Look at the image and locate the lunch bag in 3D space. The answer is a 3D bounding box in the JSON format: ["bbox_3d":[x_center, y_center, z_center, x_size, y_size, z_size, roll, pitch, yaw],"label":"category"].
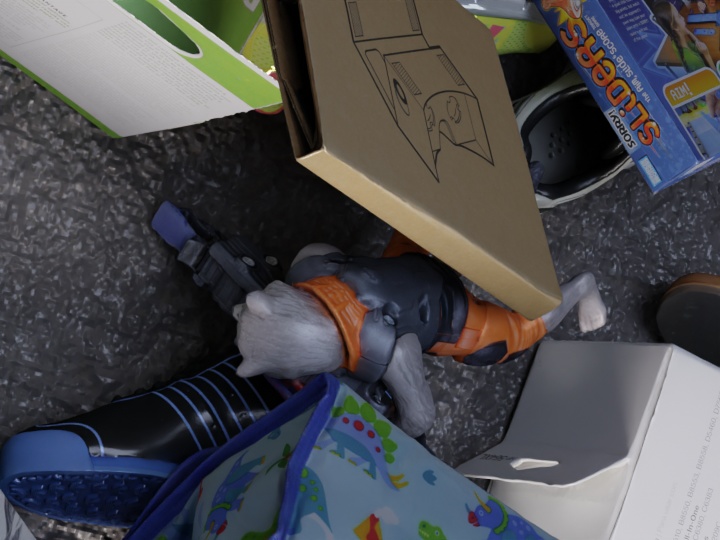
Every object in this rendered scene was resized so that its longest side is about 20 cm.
[{"bbox_3d":[-0.017,0.160,1.083,0.170,0.200,0.127,36,45,-16],"label":"lunch bag"}]

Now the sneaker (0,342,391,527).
[{"bbox_3d":[-0.077,0.076,1.165,0.200,0.070,0.078,2,62,-21],"label":"sneaker"}]

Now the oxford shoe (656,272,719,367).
[{"bbox_3d":[0.246,0.036,1.346,0.200,0.071,0.071,21,50,-25],"label":"oxford shoe"}]

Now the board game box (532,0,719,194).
[{"bbox_3d":[0.178,-0.129,1.258,0.200,0.034,0.135,-24,81,-48],"label":"board game box"}]

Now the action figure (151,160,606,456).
[{"bbox_3d":[0.000,0.000,1.146,0.200,0.105,0.193,41,37,19],"label":"action figure"}]

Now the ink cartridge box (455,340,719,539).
[{"bbox_3d":[0.162,0.120,1.250,0.200,0.129,0.125,27,76,-26],"label":"ink cartridge box"}]

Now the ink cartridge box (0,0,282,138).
[{"bbox_3d":[-0.108,-0.133,1.071,0.148,0.200,0.076,36,73,-23],"label":"ink cartridge box"}]

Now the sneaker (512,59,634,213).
[{"bbox_3d":[0.134,-0.081,1.265,0.200,0.088,0.076,-37,103,-26],"label":"sneaker"}]

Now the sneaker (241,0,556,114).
[{"bbox_3d":[0.014,-0.116,1.218,0.200,0.078,0.090,-2,116,-34],"label":"sneaker"}]

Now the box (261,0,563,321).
[{"bbox_3d":[0.019,-0.080,1.075,0.200,0.021,0.164,33,37,-51],"label":"box"}]

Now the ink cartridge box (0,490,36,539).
[{"bbox_3d":[-0.204,0.161,1.039,0.146,0.083,0.200,-27,105,17],"label":"ink cartridge box"}]
